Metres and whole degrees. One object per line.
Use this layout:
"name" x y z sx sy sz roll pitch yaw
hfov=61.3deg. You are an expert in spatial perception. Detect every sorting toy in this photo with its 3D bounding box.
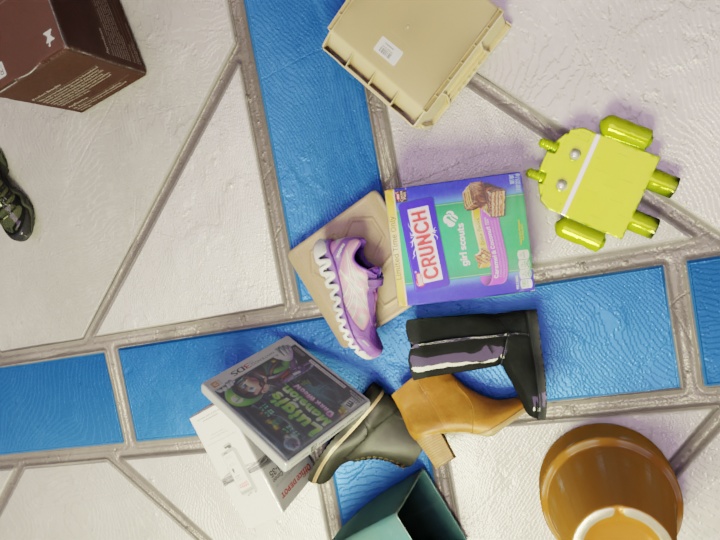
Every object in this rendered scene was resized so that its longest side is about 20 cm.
"sorting toy" 0.000 0.000 0.987 0.199 0.036 0.187 -34 86 22

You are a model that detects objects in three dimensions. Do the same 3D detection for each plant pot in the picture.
"plant pot" 0.349 0.341 0.840 0.197 0.183 0.204 2 97 16
"plant pot" 0.040 0.446 0.972 0.199 0.141 0.143 -33 86 25

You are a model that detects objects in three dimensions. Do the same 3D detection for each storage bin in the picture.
"storage bin" 0.079 -0.345 0.891 0.200 0.094 0.199 42 106 8

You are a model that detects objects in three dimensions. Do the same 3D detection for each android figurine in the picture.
"android figurine" 0.338 -0.126 0.867 0.198 0.041 0.184 26 103 11

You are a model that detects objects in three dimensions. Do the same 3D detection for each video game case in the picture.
"video game case" -0.114 0.194 0.940 0.199 0.181 0.024 33 130 30

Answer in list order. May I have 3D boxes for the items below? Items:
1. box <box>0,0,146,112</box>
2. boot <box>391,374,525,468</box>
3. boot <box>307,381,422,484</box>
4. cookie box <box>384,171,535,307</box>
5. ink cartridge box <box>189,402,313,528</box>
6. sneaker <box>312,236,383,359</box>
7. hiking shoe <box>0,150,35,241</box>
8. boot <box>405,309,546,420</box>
"box" -0.498 -0.382 1.003 0.164 0.200 0.167 -21 90 17
"boot" 0.158 0.195 0.945 0.199 0.071 0.145 -30 69 1
"boot" 0.016 0.304 0.996 0.138 0.077 0.201 37 106 5
"cookie box" 0.141 -0.044 0.891 0.196 0.075 0.174 -7 90 5
"ink cartridge box" -0.172 0.292 1.009 0.082 0.146 0.202 -29 89 20
"sneaker" 0.000 0.035 0.935 0.087 0.080 0.203 -21 90 14
"hiking shoe" -0.694 -0.141 1.139 0.075 0.101 0.202 -32 87 18
"boot" 0.170 0.143 0.908 0.196 0.066 0.168 -5 65 10
